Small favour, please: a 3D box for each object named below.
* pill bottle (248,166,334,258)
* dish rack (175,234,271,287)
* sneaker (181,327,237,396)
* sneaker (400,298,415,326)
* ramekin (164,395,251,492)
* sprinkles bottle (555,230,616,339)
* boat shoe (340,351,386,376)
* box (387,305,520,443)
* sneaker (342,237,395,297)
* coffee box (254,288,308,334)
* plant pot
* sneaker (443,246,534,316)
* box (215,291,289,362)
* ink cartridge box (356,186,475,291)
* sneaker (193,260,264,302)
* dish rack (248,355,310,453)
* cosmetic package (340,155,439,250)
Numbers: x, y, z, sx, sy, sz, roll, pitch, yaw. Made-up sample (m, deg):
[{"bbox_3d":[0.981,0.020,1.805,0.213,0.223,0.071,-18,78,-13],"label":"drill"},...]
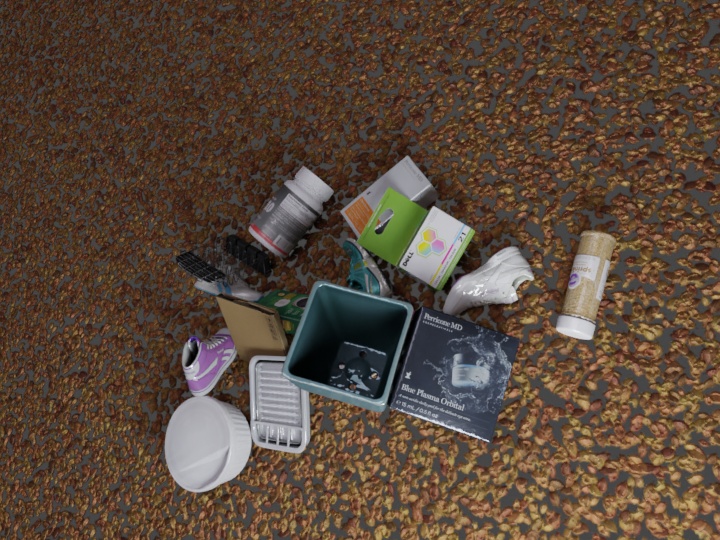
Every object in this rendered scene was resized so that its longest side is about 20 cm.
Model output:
[{"bbox_3d":[-0.161,-0.139,1.481,0.114,0.114,0.200,40,92,28],"label":"pill bottle"},{"bbox_3d":[-0.324,-0.017,1.476,0.153,0.200,0.055,28,126,29],"label":"dish rack"},{"bbox_3d":[-0.341,0.174,1.423,0.072,0.115,0.201,-4,34,15],"label":"sneaker"},{"bbox_3d":[0.093,0.105,1.321,0.199,0.079,0.096,26,74,27],"label":"sneaker"},{"bbox_3d":[-0.333,0.384,1.397,0.201,0.094,0.204,-8,74,29],"label":"ramekin"},{"bbox_3d":[0.429,0.027,1.190,0.068,0.068,0.201,13,79,27],"label":"sprinkles bottle"},{"bbox_3d":[-0.026,0.202,1.345,0.199,0.059,0.072,-23,65,17],"label":"boat shoe"},{"bbox_3d":[0.171,0.194,1.189,0.196,0.117,0.201,18,82,3],"label":"box"},{"bbox_3d":[0.000,0.000,1.364,0.079,0.078,0.200,-36,44,3],"label":"sneaker"},{"bbox_3d":[-0.138,0.097,1.395,0.199,0.123,0.044,9,114,25],"label":"coffee box"},{"bbox_3d":[-0.014,0.165,1.211,0.195,0.200,0.197,14,67,11],"label":"plant pot"},{"bbox_3d":[0.255,0.039,1.260,0.200,0.075,0.100,-39,62,9],"label":"sneaker"},{"bbox_3d":[-0.229,0.145,1.389,0.163,0.201,0.021,15,46,29],"label":"box"},{"bbox_3d":[0.112,-0.068,1.309,0.199,0.076,0.148,30,87,-2],"label":"ink cartridge box"},{"bbox_3d":[-0.314,0.033,1.519,0.199,0.076,0.081,18,80,26],"label":"sneaker"},{"bbox_3d":[-0.170,0.284,1.358,0.171,0.043,0.201,-4,88,40],"label":"dish rack"},{"bbox_3d":[0.065,-0.149,1.406,0.200,0.071,0.102,-39,62,8],"label":"cosmetic package"}]
